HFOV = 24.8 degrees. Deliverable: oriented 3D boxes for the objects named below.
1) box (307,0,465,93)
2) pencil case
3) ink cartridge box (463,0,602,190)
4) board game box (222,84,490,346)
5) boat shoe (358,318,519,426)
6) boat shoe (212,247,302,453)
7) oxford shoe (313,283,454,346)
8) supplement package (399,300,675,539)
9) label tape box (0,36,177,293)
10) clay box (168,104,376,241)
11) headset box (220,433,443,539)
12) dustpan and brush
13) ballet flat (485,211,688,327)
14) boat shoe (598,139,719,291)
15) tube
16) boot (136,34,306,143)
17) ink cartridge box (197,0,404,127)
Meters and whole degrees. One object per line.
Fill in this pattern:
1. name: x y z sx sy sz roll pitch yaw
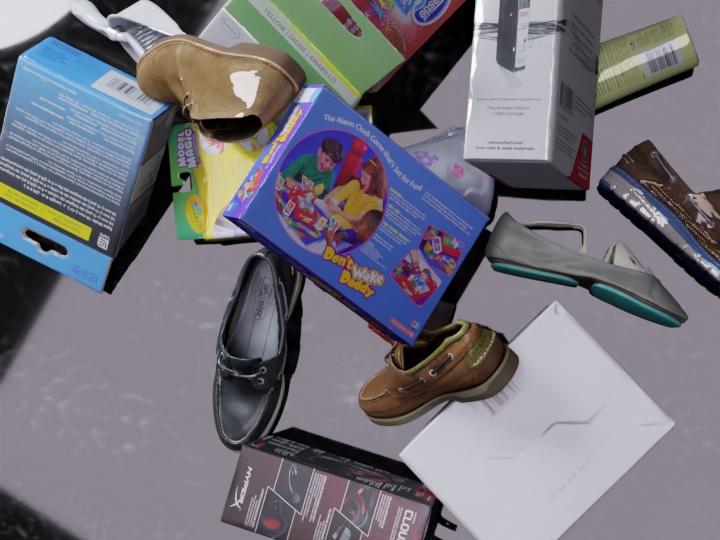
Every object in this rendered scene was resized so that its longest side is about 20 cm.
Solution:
1. box: 0.031 -0.260 1.497 0.200 0.100 0.096 -47 109 -15
2. pencil case: 0.025 -0.074 1.491 0.198 0.083 0.092 -11 119 -23
3. ink cartridge box: 0.157 -0.183 1.462 0.083 0.144 0.202 3 84 22
4. board game box: -0.001 -0.046 1.411 0.199 0.045 0.135 37 80 -24
5. boat shoe: 0.056 0.084 1.467 0.068 0.199 0.072 42 52 -19
6. boat shoe: -0.104 0.073 1.549 0.074 0.066 0.201 18 90 16
7. oxford shoe: 0.000 0.000 1.537 0.200 0.071 0.073 39 85 -13
8. supplement package: 0.160 0.151 1.498 0.200 0.111 0.156 -44 84 2
9. label tape box: -0.272 -0.100 1.569 0.143 0.063 0.201 26 122 7
10. clay box: -0.080 -0.091 1.566 0.198 0.048 0.116 -4 90 7
11. headset box: -0.012 0.217 1.496 0.198 0.149 0.076 17 90 6
12. dustpan and brush: -0.213 -0.221 1.567 0.057 0.140 0.200 -40 58 -7
13. ballet flat: 0.215 -0.006 1.522 0.198 0.067 0.064 18 82 7
14. boat shoe: 0.316 -0.043 1.508 0.200 0.072 0.073 41 91 6
15. tube: 0.216 -0.182 1.541 0.198 0.058 0.052 -21 128 10
16. boot: -0.141 -0.157 1.443 0.199 0.074 0.076 8 60 44
17. ink cartridge box: -0.057 -0.191 1.431 0.146 0.200 0.048 45 70 -7
